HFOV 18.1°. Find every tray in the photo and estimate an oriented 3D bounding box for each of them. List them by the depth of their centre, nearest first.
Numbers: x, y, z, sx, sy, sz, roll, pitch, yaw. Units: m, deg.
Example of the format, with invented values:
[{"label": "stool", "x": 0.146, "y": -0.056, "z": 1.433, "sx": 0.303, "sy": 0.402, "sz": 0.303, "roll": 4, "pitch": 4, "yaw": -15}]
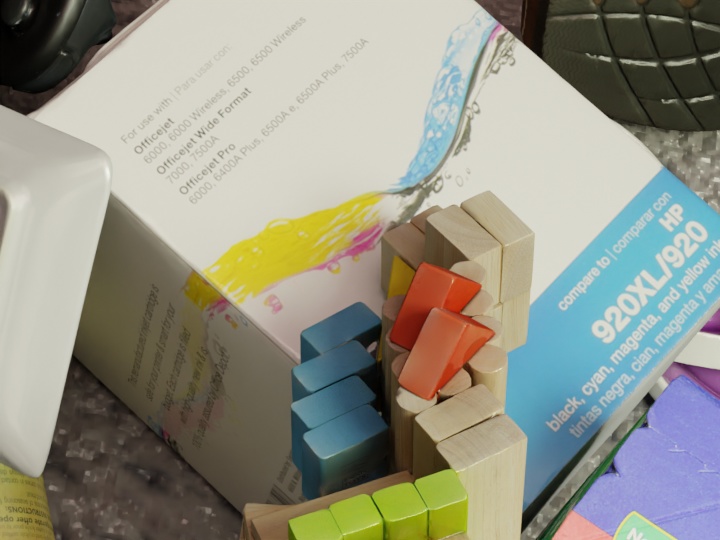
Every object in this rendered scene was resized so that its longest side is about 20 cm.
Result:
[{"label": "tray", "x": -0.165, "y": -0.016, "z": 0.733, "sx": 0.200, "sy": 0.022, "sz": 0.108, "roll": 24, "pitch": 104, "yaw": 36}]

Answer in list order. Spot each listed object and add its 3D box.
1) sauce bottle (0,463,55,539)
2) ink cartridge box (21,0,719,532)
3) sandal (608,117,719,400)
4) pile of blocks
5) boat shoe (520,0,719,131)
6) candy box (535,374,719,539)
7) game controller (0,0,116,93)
[{"label": "sauce bottle", "x": -0.131, "y": 0.102, "z": 0.749, "sx": 0.066, "sy": 0.066, "sz": 0.200, "roll": -9, "pitch": 66, "yaw": -14}, {"label": "ink cartridge box", "x": 0.000, "y": 0.000, "z": 0.773, "sx": 0.200, "sy": 0.147, "sz": 0.145, "roll": 42, "pitch": 66, "yaw": 8}, {"label": "sandal", "x": 0.133, "y": 0.013, "z": 0.846, "sx": 0.203, "sy": 0.050, "sz": 0.082, "roll": 40, "pitch": 66, "yaw": 10}, {"label": "pile of blocks", "x": 0.008, "y": 0.042, "z": 0.604, "sx": 0.082, "sy": 0.062, "sz": 0.200, "roll": 1, "pitch": 43, "yaw": 1}, {"label": "boat shoe", "x": 0.158, "y": -0.105, "z": 0.899, "sx": 0.200, "sy": 0.076, "sz": 0.074, "roll": -2, "pitch": 34, "yaw": -15}, {"label": "candy box", "x": 0.121, "y": 0.136, "z": 0.707, "sx": 0.169, "sy": 0.200, "sz": 0.077, "roll": 36, "pitch": 65, "yaw": 6}, {"label": "game controller", "x": -0.139, "y": -0.121, "z": 0.781, "sx": 0.042, "sy": 0.200, "sz": 0.105, "roll": 12, "pitch": 94, "yaw": -40}]
